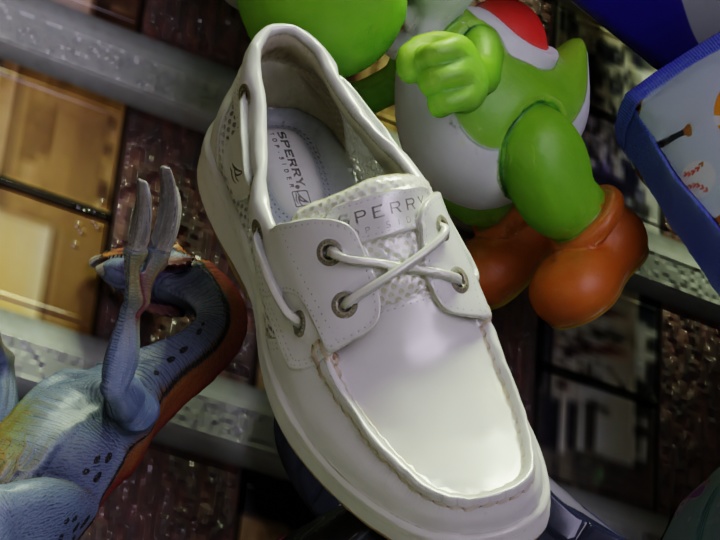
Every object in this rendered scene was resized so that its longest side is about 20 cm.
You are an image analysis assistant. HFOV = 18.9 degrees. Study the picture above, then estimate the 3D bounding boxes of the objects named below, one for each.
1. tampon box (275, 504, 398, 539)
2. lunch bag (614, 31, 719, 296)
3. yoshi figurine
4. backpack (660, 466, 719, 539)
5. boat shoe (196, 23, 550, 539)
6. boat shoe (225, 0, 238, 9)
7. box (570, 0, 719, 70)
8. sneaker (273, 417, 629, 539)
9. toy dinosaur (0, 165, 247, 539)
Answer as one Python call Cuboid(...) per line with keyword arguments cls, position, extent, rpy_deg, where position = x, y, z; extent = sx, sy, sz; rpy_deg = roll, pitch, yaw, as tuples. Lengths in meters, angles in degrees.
Cuboid(cls="tampon box", position=(0.013, 0.188, 0.672), extent=(0.150, 0.126, 0.200), rpy_deg=(-37, 92, -39))
Cuboid(cls="lunch bag", position=(0.212, -0.019, 0.785), extent=(0.199, 0.124, 0.170), rpy_deg=(-8, 46, -25))
Cuboid(cls="yoshi figurine", position=(0.018, -0.064, 0.776), extent=(0.200, 0.112, 0.112), rpy_deg=(59, 18, -23))
Cuboid(cls="backpack", position=(0.213, 0.142, 0.827), extent=(0.200, 0.127, 0.167), rpy_deg=(44, 56, -6))
Cuboid(cls="boat shoe", position=(0.000, 0.000, 0.667), extent=(0.071, 0.069, 0.200), rpy_deg=(-13, 49, -23))
Cuboid(cls="boat shoe", position=(-0.064, -0.147, 0.806), extent=(0.199, 0.062, 0.073), rpy_deg=(23, 58, -24))
Cuboid(cls="box", position=(0.153, -0.183, 0.831), extent=(0.184, 0.200, 0.105), rpy_deg=(23, 32, -58))
Cuboid(cls="sneaker", position=(0.051, 0.103, 0.776), extent=(0.200, 0.082, 0.074), rpy_deg=(38, 79, 7))
Cuboid(cls="toy dinosaur", position=(-0.107, 0.059, 0.705), extent=(0.181, 0.105, 0.201), rpy_deg=(-14, 112, -46))
